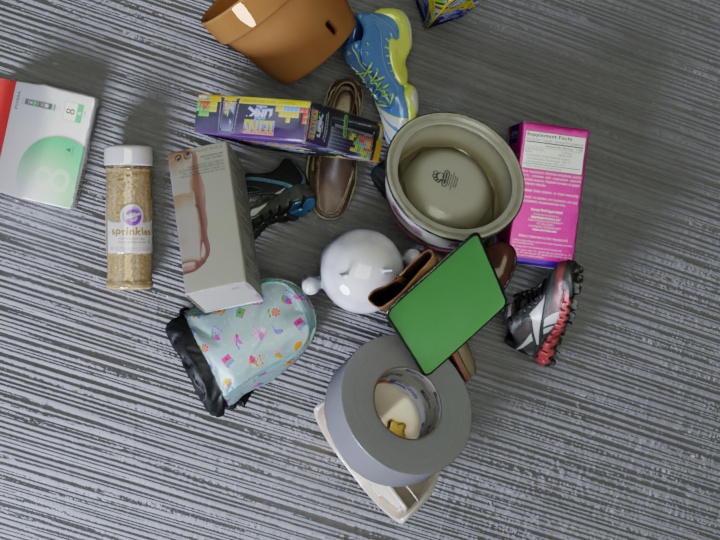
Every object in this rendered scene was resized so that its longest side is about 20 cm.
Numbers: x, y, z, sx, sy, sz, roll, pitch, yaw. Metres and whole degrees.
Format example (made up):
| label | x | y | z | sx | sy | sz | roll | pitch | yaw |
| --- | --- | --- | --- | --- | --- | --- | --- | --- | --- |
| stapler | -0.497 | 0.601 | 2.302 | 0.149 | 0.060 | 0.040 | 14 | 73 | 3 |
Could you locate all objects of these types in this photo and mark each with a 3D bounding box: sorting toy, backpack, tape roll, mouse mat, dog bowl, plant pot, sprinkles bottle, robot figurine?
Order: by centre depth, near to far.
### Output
| label | x | y | z | sx | sy | sz | roll | pitch | yaw |
| --- | --- | --- | --- | --- | --- | --- | --- | --- | --- |
| mouse mat | 0.118 | 0.049 | 1.462 | 0.161 | 0.200 | 0.008 | -41 | 56 | -6 |
| plant pot | -0.100 | -0.351 | 1.513 | 0.200 | 0.200 | 0.140 | -42 | 111 | -2 |
| robot figurine | 0.000 | 0.000 | 1.522 | 0.168 | 0.200 | 0.114 | -18 | 93 | -3 |
| dog bowl | 0.122 | -0.115 | 1.526 | 0.198 | 0.074 | 0.202 | 6 | 64 | -12 |
| tape roll | 0.052 | 0.194 | 1.528 | 0.198 | 0.066 | 0.202 | 11 | 60 | -20 |
| backpack | -0.155 | 0.096 | 1.550 | 0.199 | 0.127 | 0.168 | -28 | 91 | -7 |
| sprinkles bottle | -0.326 | -0.074 | 1.556 | 0.068 | 0.068 | 0.202 | 0 | 93 | -5 |
| sorting toy | 0.057 | 0.230 | 1.594 | 0.180 | 0.107 | 0.201 | -36 | 84 | -15 |

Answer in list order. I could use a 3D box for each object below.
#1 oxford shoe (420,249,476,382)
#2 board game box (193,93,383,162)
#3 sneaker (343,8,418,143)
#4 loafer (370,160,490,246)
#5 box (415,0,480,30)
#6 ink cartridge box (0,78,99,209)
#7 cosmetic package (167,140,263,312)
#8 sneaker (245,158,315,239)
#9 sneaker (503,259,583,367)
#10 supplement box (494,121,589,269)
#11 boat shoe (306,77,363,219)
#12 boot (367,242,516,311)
| label | x | y | z | sx | sy | sz | roll | pitch | yaw |
| --- | --- | --- | --- | --- | --- | --- | --- | --- | --- |
| oxford shoe | 0.142 | 0.060 | 1.603 | 0.074 | 0.070 | 0.202 | -18 | 94 | -6 |
| board game box | -0.096 | -0.190 | 1.480 | 0.199 | 0.165 | 0.057 | 10 | 93 | 37 |
| sneaker | 0.021 | -0.274 | 1.565 | 0.104 | 0.076 | 0.202 | 0 | 81 | -30 |
| loafer | 0.109 | -0.105 | 1.602 | 0.199 | 0.073 | 0.073 | 33 | 61 | -1 |
| box | 0.124 | -0.388 | 1.517 | 0.069 | 0.200 | 0.065 | -20 | 93 | -5 |
| ink cartridge box | -0.480 | -0.186 | 1.548 | 0.198 | 0.050 | 0.163 | 13 | 91 | -8 |
| cosmetic package | -0.194 | -0.057 | 1.480 | 0.086 | 0.103 | 0.202 | -12 | 71 | 4 |
| sneaker | -0.164 | -0.089 | 1.580 | 0.198 | 0.073 | 0.082 | -22 | 67 | -1 |
| sneaker | 0.256 | 0.055 | 1.572 | 0.097 | 0.201 | 0.071 | 19 | 49 | 7 |
| supplement box | 0.259 | -0.107 | 1.591 | 0.102 | 0.101 | 0.202 | 8 | 91 | -5 |
| boat shoe | -0.037 | -0.175 | 1.574 | 0.074 | 0.075 | 0.205 | 5 | 92 | -5 |
| boot | 0.113 | 0.004 | 1.470 | 0.188 | 0.200 | 0.069 | -34 | 63 | 8 |
